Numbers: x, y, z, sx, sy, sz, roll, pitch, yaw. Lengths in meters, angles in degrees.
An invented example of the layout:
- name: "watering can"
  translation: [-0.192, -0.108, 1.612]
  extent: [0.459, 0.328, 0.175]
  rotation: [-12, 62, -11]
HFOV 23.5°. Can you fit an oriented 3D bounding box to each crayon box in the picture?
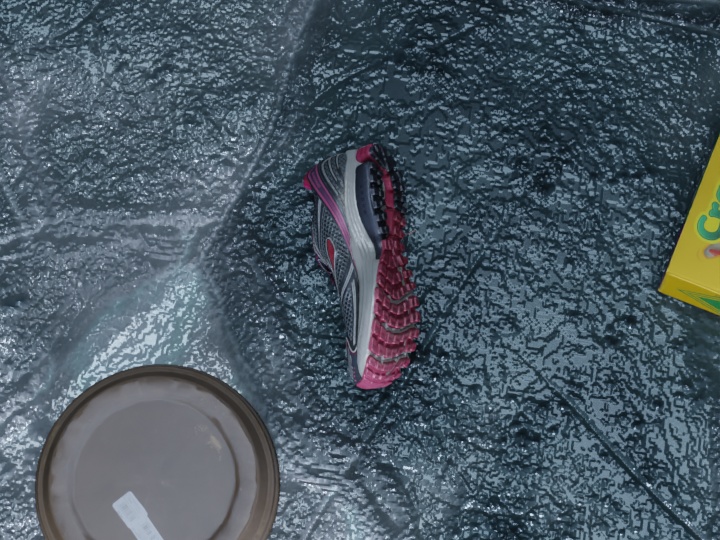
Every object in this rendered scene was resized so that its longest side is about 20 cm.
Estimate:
- name: "crayon box"
  translation: [0.364, -0.047, 1.439]
  extent: [0.172, 0.058, 0.201]
  rotation: [22, 75, 6]

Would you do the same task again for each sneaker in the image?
- name: "sneaker"
  translation: [0.000, 0.000, 1.425]
  extent: [0.074, 0.081, 0.201]
  rotation: [-13, 71, 26]

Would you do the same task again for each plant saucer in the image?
- name: "plant saucer"
  translation: [-0.164, 0.171, 1.392]
  extent: [0.199, 0.029, 0.201]
  rotation: [0, 74, 0]
